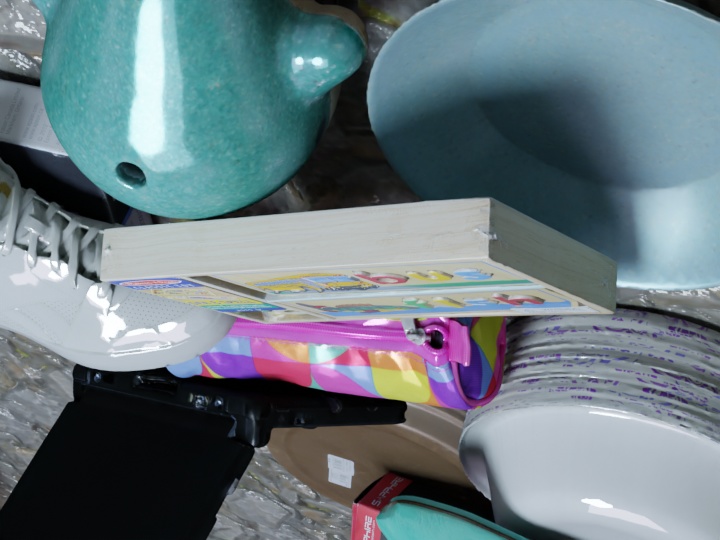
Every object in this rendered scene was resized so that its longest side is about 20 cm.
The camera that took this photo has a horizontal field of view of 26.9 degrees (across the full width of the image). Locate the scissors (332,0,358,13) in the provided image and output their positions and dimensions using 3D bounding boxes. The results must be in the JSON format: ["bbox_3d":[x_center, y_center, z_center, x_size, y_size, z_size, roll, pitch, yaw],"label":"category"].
[{"bbox_3d":[-0.003,-0.147,0.582,0.073,0.014,0.200,24,152,-12],"label":"scissors"}]

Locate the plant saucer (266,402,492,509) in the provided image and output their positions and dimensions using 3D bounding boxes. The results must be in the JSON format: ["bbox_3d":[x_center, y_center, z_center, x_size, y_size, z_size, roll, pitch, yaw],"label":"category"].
[{"bbox_3d":[0.018,0.125,1.010,0.198,0.030,0.201,16,152,9],"label":"plant saucer"}]

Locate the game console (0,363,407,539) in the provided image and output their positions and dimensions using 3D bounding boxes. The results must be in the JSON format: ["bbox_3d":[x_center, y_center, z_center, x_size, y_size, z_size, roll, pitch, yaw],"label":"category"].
[{"bbox_3d":[-0.098,0.119,0.879,0.174,0.118,0.199,3,-178,-40],"label":"game console"}]

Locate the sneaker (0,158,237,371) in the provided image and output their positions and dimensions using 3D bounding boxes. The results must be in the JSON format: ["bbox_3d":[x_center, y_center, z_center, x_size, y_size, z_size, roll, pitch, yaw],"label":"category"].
[{"bbox_3d":[-0.165,-0.012,0.762,0.198,0.074,0.116,8,152,18],"label":"sneaker"}]

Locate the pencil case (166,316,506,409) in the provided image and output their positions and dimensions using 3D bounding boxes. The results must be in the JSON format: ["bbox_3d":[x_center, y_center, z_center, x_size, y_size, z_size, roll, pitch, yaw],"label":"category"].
[{"bbox_3d":[-0.016,0.026,0.809,0.198,0.089,0.089,2,147,28],"label":"pencil case"}]

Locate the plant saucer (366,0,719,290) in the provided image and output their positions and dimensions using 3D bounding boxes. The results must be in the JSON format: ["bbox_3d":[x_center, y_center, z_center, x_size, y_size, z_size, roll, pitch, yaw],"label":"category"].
[{"bbox_3d":[0.102,-0.063,0.630,0.199,0.039,0.202,15,151,8],"label":"plant saucer"}]

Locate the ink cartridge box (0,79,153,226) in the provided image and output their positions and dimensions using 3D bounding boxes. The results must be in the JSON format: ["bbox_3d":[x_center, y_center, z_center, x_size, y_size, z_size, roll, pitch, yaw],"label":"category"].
[{"bbox_3d":[-0.216,-0.042,0.860,0.198,0.044,0.199,14,151,13],"label":"ink cartridge box"}]

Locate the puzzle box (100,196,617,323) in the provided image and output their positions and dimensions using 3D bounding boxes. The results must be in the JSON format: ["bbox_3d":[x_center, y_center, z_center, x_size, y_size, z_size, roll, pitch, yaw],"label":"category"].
[{"bbox_3d":[0.000,0.000,0.674,0.198,0.026,0.133,-3,167,32],"label":"puzzle box"}]

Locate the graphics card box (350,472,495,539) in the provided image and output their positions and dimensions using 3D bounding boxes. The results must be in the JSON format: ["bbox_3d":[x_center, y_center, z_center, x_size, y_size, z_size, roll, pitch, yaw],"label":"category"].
[{"bbox_3d":[0.087,0.220,0.961,0.198,0.051,0.127,16,117,26],"label":"graphics card box"}]

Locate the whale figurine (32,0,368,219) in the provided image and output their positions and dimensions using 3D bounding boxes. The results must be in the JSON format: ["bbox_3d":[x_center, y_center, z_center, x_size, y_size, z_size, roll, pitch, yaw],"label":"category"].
[{"bbox_3d":[-0.077,-0.099,0.611,0.157,0.105,0.201,18,148,9],"label":"whale figurine"}]

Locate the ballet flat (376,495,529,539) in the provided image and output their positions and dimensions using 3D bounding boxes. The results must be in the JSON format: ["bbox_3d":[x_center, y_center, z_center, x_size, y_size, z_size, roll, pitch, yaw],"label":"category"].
[{"bbox_3d":[0.096,0.182,0.800,0.198,0.071,0.068,18,152,5],"label":"ballet flat"}]

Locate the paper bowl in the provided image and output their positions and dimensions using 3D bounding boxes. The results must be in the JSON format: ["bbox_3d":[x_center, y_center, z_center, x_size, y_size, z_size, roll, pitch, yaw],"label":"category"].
[{"bbox_3d":[0.151,0.116,0.835,0.198,0.105,0.201,15,152,8],"label":"paper bowl"}]
